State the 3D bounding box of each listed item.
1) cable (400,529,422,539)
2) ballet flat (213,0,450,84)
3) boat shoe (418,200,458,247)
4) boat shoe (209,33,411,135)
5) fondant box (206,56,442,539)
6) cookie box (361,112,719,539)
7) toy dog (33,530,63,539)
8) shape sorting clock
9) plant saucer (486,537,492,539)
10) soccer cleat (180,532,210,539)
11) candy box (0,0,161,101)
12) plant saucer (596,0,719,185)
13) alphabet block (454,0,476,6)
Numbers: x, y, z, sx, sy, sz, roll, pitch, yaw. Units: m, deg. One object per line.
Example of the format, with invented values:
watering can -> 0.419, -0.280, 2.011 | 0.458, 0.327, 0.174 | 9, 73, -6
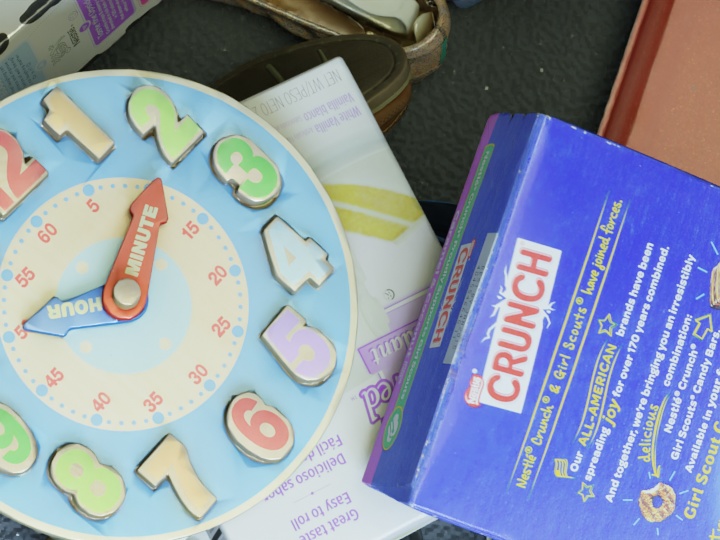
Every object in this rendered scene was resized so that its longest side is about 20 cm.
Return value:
cable -> -0.053, 0.189, 1.291 | 0.097, 0.050, 0.200 | 31, 66, 18
ballet flat -> -0.041, -0.156, 1.288 | 0.199, 0.067, 0.068 | 24, 79, -9
boat shoe -> 0.000, 0.000, 1.244 | 0.199, 0.069, 0.085 | -16, 120, -34
boat shoe -> -0.060, -0.043, 1.276 | 0.199, 0.072, 0.068 | -27, 130, 0
fondant box -> -0.028, 0.028, 1.161 | 0.144, 0.058, 0.201 | -26, 83, -14
cookie box -> 0.123, 0.047, 1.111 | 0.199, 0.075, 0.172 | 22, 85, -17
toy dog -> -0.154, 0.076, 1.200 | 0.199, 0.096, 0.133 | 16, 72, 16
shape sorting clock -> -0.098, 0.014, 1.104 | 0.198, 0.039, 0.202 | 2, 77, -7
plant saucer -> 0.156, 0.132, 1.331 | 0.198, 0.031, 0.202 | 1, 86, -11
soccer cleat -> -0.073, 0.117, 1.251 | 0.086, 0.070, 0.201 | 27, 78, 33
candy box -> -0.161, -0.183, 1.233 | 0.200, 0.072, 0.168 | -43, 70, -11
plant saucer -> 0.216, -0.053, 1.338 | 0.198, 0.037, 0.201 | 19, 85, -1
alphabet block -> 0.103, -0.267, 1.253 | 0.196, 0.195, 0.201 | -28, 92, -13
